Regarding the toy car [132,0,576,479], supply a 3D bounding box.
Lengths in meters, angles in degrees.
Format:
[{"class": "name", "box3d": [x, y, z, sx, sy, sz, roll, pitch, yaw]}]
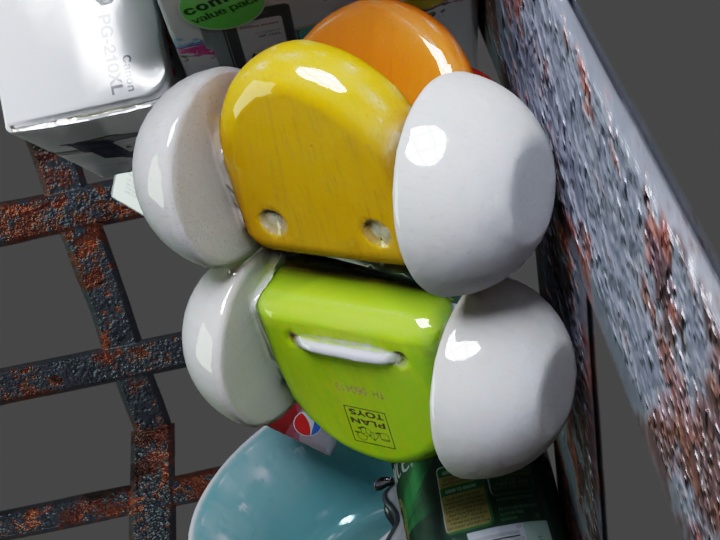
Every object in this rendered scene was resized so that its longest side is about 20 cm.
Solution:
[{"class": "toy car", "box3d": [0.013, -0.018, 0.565, 0.150, 0.174, 0.201, -47, -45, -45]}]

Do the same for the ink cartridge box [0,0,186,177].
[{"class": "ink cartridge box", "box3d": [-0.136, -0.137, 0.709, 0.200, 0.084, 0.146, 54, -155, -87]}]

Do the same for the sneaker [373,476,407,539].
[{"class": "sneaker", "box3d": [0.052, 0.209, 0.765, 0.078, 0.139, 0.201, 79, -179, -61]}]

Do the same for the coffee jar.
[{"class": "coffee jar", "box3d": [0.059, 0.105, 0.717, 0.105, 0.085, 0.201, 79, 180, -61]}]

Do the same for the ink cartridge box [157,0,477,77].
[{"class": "ink cartridge box", "box3d": [-0.027, -0.172, 0.638, 0.200, 0.145, 0.147, 76, -177, -68]}]

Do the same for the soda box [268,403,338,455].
[{"class": "soda box", "box3d": [-0.035, 0.049, 0.957, 0.064, 0.070, 0.200, -60, 10, 18]}]

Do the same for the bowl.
[{"class": "bowl", "box3d": [-0.008, 0.181, 0.917, 0.105, 0.200, 0.201, 60, -171, -26]}]

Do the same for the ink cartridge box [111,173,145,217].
[{"class": "ink cartridge box", "box3d": [-0.072, -0.114, 0.876, 0.084, 0.145, 0.201, -31, -35, -53]}]
